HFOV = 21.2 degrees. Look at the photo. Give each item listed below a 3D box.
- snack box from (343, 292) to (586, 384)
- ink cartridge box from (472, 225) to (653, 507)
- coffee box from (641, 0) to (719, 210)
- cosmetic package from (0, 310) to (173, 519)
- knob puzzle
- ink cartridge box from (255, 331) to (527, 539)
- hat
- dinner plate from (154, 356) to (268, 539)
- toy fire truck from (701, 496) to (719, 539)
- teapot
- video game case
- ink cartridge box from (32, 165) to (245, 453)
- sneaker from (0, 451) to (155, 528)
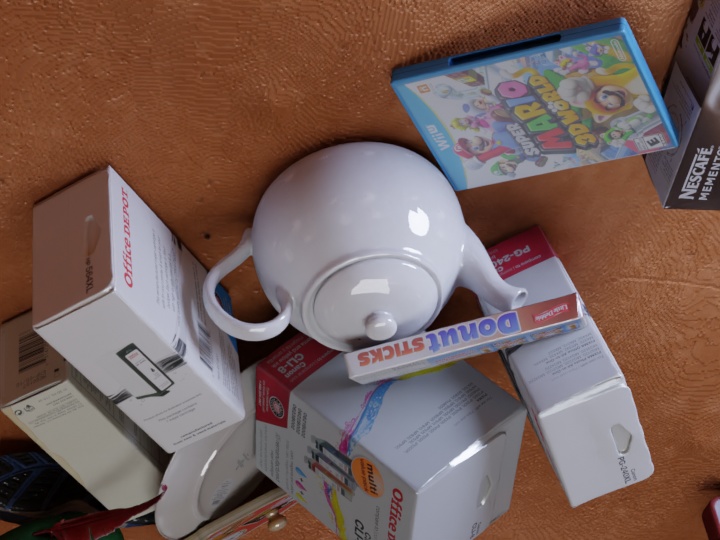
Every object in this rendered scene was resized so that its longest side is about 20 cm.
[{"bbox_3d":[0.088,0.058,1.599,0.199,0.024,0.072,-15,169,7],"label":"snack box"},{"bbox_3d":[0.174,0.085,1.696,0.083,0.200,0.146,-24,135,1],"label":"ink cartridge box"},{"bbox_3d":[0.317,-0.147,1.585,0.112,0.080,0.201,1,134,-14],"label":"coffee box"},{"bbox_3d":[-0.238,0.126,1.721,0.073,0.104,0.200,-23,134,14],"label":"cosmetic package"},{"bbox_3d":[-0.109,0.249,1.847,0.219,0.031,0.220,-29,170,-6],"label":"knob puzzle"},{"bbox_3d":[0.024,0.149,1.703,0.144,0.200,0.146,-34,145,-32],"label":"ink cartridge box"},{"bbox_3d":[-0.244,0.227,1.755,0.177,0.200,0.165,-60,150,4],"label":"hat"},{"bbox_3d":[-0.113,0.167,1.757,0.200,0.024,0.201,-43,154,-27],"label":"dinner plate"},{"bbox_3d":[0.462,0.294,2.001,0.199,0.168,0.112,5,133,-18],"label":"toy fire truck"},{"bbox_3d":[0.000,0.000,1.616,0.200,0.147,0.197,-37,131,25],"label":"teapot"},{"bbox_3d":[0.142,-0.131,1.565,0.199,0.018,0.143,-10,140,24],"label":"video game case"},{"bbox_3d":[-0.186,0.034,1.608,0.084,0.146,0.200,-26,134,16],"label":"ink cartridge box"},{"bbox_3d":[-0.263,0.212,1.836,0.199,0.076,0.077,8,151,-17],"label":"sneaker"}]
